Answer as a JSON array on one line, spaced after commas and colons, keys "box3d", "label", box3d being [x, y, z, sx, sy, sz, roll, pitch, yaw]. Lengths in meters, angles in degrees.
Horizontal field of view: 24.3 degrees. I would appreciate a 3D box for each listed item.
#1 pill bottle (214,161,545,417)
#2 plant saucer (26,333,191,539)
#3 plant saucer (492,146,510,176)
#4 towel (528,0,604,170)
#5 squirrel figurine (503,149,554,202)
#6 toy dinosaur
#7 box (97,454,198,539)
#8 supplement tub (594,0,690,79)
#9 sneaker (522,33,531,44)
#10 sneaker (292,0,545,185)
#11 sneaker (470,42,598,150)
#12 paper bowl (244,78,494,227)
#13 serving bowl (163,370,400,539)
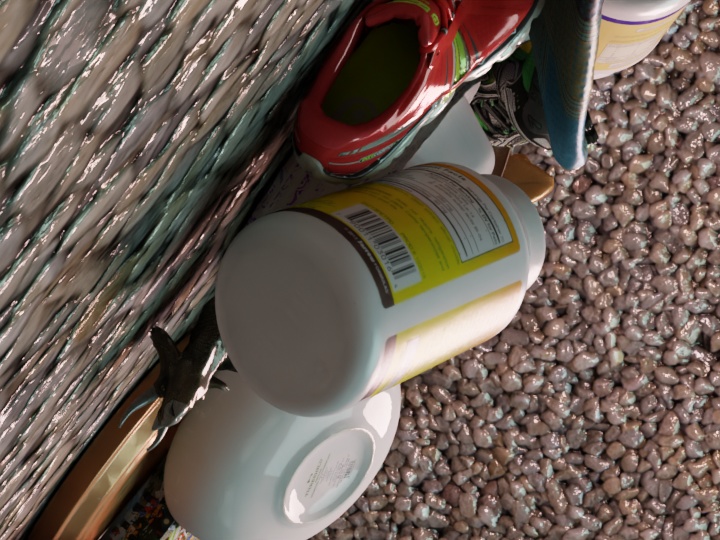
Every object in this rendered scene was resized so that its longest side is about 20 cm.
[{"box3d": [0.020, 0.003, 0.924, 0.200, 0.109, 0.109, -21, 152, -50], "label": "pill bottle"}, {"box3d": [-0.162, 0.130, 1.166, 0.201, 0.032, 0.200, -54, 177, -4], "label": "plant saucer"}, {"box3d": [0.085, -0.131, 1.311, 0.200, 0.032, 0.202, 14, 90, -70], "label": "plant saucer"}, {"box3d": [0.118, -0.165, 0.969, 0.200, 0.022, 0.148, 86, -4, -65], "label": "towel"}, {"box3d": [0.070, -0.084, 1.667, 0.200, 0.142, 0.187, -38, -176, -15], "label": "squirrel figurine"}, {"box3d": [-0.055, 0.033, 0.996, 0.102, 0.077, 0.200, -31, 172, 36], "label": "toy dinosaur"}, {"box3d": [-0.141, 0.199, 1.298, 0.137, 0.038, 0.200, -51, 166, -22], "label": "box"}, {"box3d": [0.217, -0.259, 1.472, 0.146, 0.145, 0.200, -52, 177, -14], "label": "supplement tub"}, {"box3d": [0.099, -0.180, 1.159, 0.084, 0.081, 0.200, -52, 178, 27], "label": "sneaker"}, {"box3d": [0.038, -0.129, 0.881, 0.200, 0.077, 0.085, -53, 172, -8], "label": "sneaker"}, {"box3d": [0.110, -0.110, 1.153, 0.085, 0.078, 0.200, -28, -171, 6], "label": "sneaker"}, {"box3d": [0.011, -0.050, 1.090, 0.201, 0.104, 0.201, -52, 177, -4], "label": "paper bowl"}, {"box3d": [-0.042, 0.129, 1.197, 0.200, 0.066, 0.201, -30, 141, -28], "label": "serving bowl"}]
